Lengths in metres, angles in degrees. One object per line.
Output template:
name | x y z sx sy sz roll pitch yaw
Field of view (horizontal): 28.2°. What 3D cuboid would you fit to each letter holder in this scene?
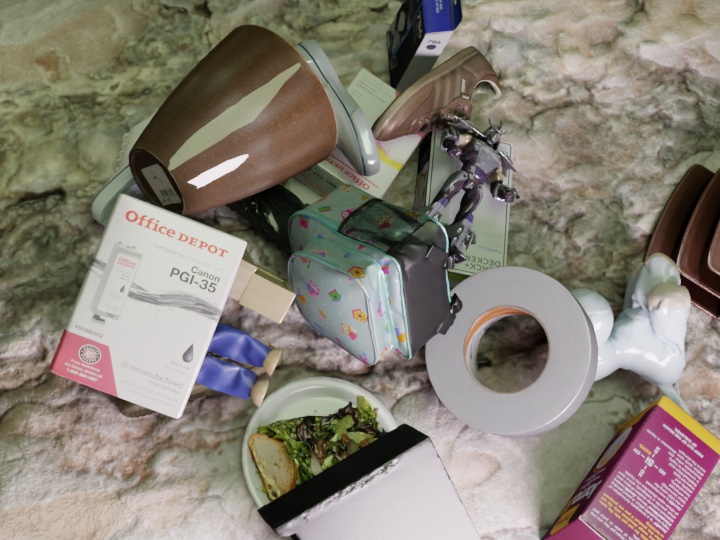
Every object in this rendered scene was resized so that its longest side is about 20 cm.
letter holder | 0.479 -0.060 1.902 0.142 0.101 0.200 32 63 0

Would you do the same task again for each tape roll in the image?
tape roll | 0.181 0.098 1.712 0.200 0.066 0.201 -3 79 17

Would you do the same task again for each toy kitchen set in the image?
toy kitchen set | -0.210 0.038 1.669 0.200 0.163 0.181 27 96 -14

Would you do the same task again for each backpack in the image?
backpack | 0.000 0.000 1.676 0.153 0.176 0.200 -33 45 -22

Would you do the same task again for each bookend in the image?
bookend | 0.024 0.310 1.605 0.198 0.092 0.200 -30 101 -12

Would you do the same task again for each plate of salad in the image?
plate of salad | -0.038 0.216 1.663 0.200 0.048 0.201 6 66 -14

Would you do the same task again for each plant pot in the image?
plant pot | -0.161 -0.152 1.646 0.187 0.187 0.200 47 61 5

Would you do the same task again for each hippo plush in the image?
hippo plush | 0.319 0.079 1.798 0.160 0.159 0.200 -6 112 -1

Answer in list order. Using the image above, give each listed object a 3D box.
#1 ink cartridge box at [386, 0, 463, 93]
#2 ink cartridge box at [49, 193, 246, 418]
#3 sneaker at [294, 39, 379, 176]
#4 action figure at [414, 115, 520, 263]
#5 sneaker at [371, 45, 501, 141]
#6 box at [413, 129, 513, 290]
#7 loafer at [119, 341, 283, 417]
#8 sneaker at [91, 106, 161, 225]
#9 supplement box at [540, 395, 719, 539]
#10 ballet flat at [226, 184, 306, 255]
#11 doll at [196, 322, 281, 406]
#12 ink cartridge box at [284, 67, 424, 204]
ink cartridge box | 0.079 -0.311 1.827 0.039 0.200 0.100 3 66 -16
ink cartridge box | -0.220 0.035 1.500 0.146 0.083 0.200 21 86 -6
sneaker | -0.045 -0.188 1.737 0.071 0.073 0.200 -25 65 -14
action figure | 0.133 -0.105 1.762 0.130 0.069 0.200 35 68 -14
sneaker | 0.100 -0.208 1.792 0.200 0.070 0.076 -39 85 -27
box | 0.129 -0.074 1.824 0.116 0.060 0.200 13 66 -11
loafer | -0.185 0.111 1.646 0.200 0.076 0.068 -15 80 -22
sneaker | -0.262 -0.133 1.735 0.071 0.073 0.200 30 61 25
supplement box | 0.325 0.267 1.707 0.103 0.131 0.200 39 63 3
ballet flat | -0.124 -0.079 1.764 0.200 0.057 0.066 40 56 -5
doll | -0.189 0.076 1.571 0.200 0.048 0.137 21 107 -7
ink cartridge box | -0.007 -0.142 1.806 0.116 0.068 0.200 33 63 -2
